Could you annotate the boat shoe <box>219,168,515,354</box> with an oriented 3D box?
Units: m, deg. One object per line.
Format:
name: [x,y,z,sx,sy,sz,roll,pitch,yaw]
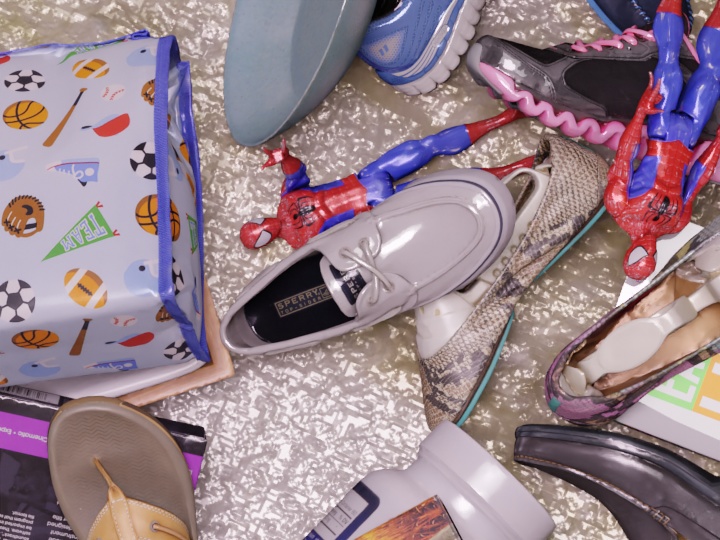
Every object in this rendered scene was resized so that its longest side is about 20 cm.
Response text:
boat shoe: [0.000,0.000,1.450,0.200,0.066,0.072,-21,98,28]

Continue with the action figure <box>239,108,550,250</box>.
action figure: [0.015,-0.059,1.510,0.200,0.099,0.065,-22,78,2]

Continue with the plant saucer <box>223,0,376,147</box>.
plant saucer: [-0.027,-0.168,1.496,0.039,0.201,0.201,15,80,-22]

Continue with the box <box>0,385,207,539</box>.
box: [-0.184,0.176,1.463,0.143,0.036,0.200,13,99,-6]

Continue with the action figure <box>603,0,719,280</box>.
action figure: [0.188,-0.092,1.445,0.065,0.052,0.200,15,91,-24]

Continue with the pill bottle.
pill bottle: [0.015,0.192,1.450,0.116,0.116,0.200,44,85,10]

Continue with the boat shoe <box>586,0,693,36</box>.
boat shoe: [0.158,-0.233,1.529,0.084,0.069,0.200,-18,77,-42]

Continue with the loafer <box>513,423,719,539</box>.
loafer: [0.183,0.146,1.472,0.200,0.073,0.072,18,86,8]

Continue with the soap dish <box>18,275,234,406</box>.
soap dish: [-0.180,-0.001,1.517,0.157,0.081,0.200,-18,78,0]

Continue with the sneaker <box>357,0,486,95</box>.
sneaker: [0.052,-0.213,1.521,0.089,0.079,0.200,29,87,-29]

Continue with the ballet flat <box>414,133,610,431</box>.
ballet flat: [0.077,0.001,1.498,0.075,0.068,0.200,35,89,-19]

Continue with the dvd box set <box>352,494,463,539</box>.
dvd box set: [-0.010,0.235,1.361,0.200,0.029,0.146,-28,66,2]

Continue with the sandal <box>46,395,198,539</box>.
sandal: [-0.131,0.169,1.419,0.080,0.054,0.200,-11,102,-2]

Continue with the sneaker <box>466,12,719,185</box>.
sneaker: [0.161,-0.121,1.489,0.200,0.079,0.095,17,100,-20]

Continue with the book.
book: [0.250,0.060,1.499,0.200,0.048,0.134,20,86,6]

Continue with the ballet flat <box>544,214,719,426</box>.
ballet flat: [0.194,0.024,1.448,0.200,0.071,0.069,-37,84,1]

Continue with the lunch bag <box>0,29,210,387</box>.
lunch bag: [-0.179,-0.040,1.418,0.170,0.124,0.200,-8,65,4]
